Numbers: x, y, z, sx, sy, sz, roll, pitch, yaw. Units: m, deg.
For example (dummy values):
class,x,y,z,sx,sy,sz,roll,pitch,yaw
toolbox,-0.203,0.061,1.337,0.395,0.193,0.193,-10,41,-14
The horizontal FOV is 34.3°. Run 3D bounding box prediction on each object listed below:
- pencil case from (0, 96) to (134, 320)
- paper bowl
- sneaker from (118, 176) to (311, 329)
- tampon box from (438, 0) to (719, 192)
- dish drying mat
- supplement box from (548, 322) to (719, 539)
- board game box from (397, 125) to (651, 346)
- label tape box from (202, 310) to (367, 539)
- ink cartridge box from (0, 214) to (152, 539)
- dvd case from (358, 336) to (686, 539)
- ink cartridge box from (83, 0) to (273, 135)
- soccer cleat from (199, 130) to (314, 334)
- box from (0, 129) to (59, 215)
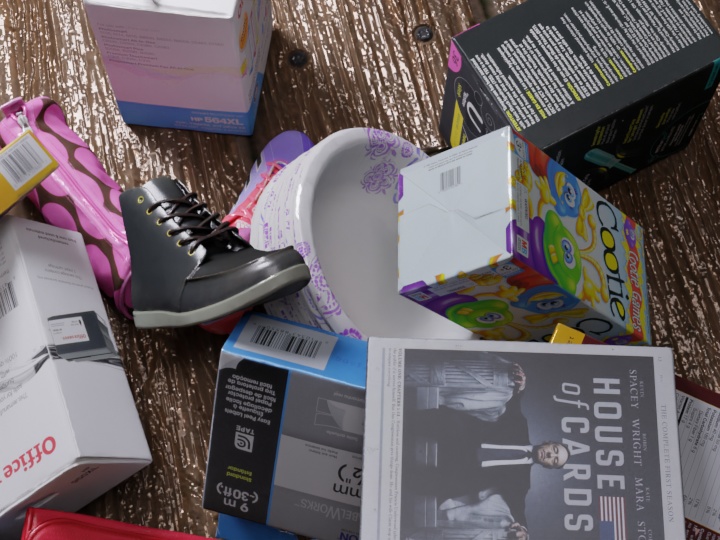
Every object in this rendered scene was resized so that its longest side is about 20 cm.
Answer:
class,x,y,z,sx,sy,sz,roll,pitch,yaw
pencil case,-0.229,-0.055,0.973,0.090,0.094,0.200,-38,73,-26
paper bowl,0.000,0.000,0.918,0.199,0.104,0.204,21,57,-36
sneaker,-0.117,-0.020,0.833,0.074,0.198,0.108,-17,95,-41
tampon box,0.183,-0.150,0.990,0.198,0.150,0.127,-26,69,-12
dish drying mat,-0.150,0.226,0.844,0.197,0.018,0.078,16,70,-23
supplement box,0.193,0.168,0.823,0.197,0.198,0.134,24,68,11
board game box,0.128,-0.008,0.890,0.104,0.199,0.105,-19,59,37
label tape box,-0.036,0.144,0.836,0.141,0.203,0.066,13,25,6
ink cartridge box,-0.258,0.086,0.884,0.144,0.084,0.202,-33,66,24
dvd case,0.099,0.118,0.724,0.196,0.025,0.153,1,67,3
ink cartridge box,-0.149,-0.227,0.992,0.123,0.201,0.131,7,66,3
soccer cleat,-0.087,-0.040,0.978,0.066,0.077,0.202,22,68,9
box,-0.321,-0.032,0.909,0.042,0.199,0.119,51,53,-14
